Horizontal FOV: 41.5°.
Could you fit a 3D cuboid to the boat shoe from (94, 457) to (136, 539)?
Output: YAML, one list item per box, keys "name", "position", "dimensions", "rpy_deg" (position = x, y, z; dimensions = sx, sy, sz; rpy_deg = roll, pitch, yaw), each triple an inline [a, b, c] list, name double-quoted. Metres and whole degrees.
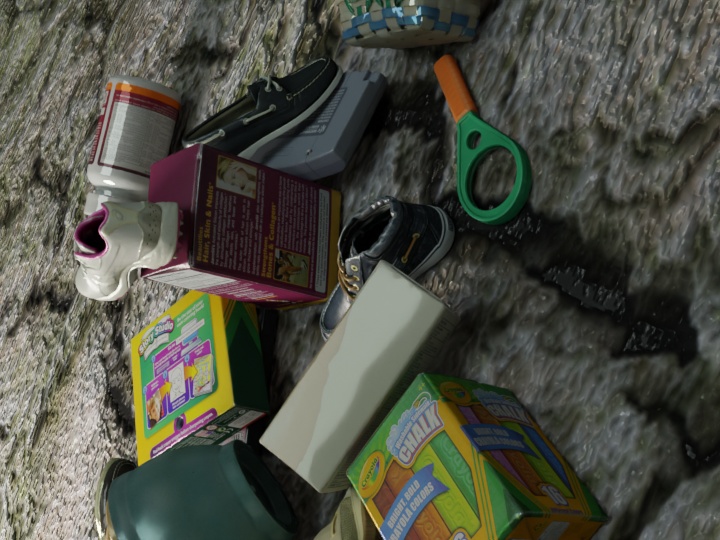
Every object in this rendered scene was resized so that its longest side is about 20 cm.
- name: "boat shoe"
  position: [-0.298, 0.343, 1.219]
  dimensions: [0.065, 0.071, 0.204]
  rpy_deg: [-12, 70, 34]

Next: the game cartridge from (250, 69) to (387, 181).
- name: "game cartridge"
  position: [-0.065, -0.163, 1.096]
  dimensions: [0.198, 0.040, 0.134]
  rpy_deg: [5, 59, 49]

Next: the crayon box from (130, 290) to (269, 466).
- name: "crayon box"
  position: [-0.197, 0.122, 1.136]
  dimensions: [0.199, 0.058, 0.175]
  rpy_deg: [-34, 53, 36]

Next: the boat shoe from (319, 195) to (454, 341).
- name: "boat shoe"
  position: [0.000, 0.000, 0.964]
  dimensions: [0.201, 0.090, 0.071]
  rpy_deg: [-48, 48, 28]

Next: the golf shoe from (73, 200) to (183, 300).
- name: "golf shoe"
  position: [-0.256, -0.025, 0.959]
  dimensions: [0.199, 0.091, 0.077]
  rpy_deg: [-30, 58, 46]

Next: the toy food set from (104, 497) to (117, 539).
- name: "toy food set"
  position: [-0.212, 0.341, 1.039]
  dimensions: [0.048, 0.198, 0.201]
  rpy_deg: [-32, 60, 2]

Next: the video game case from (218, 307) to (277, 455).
- name: "video game case"
  position: [-0.176, 0.148, 1.167]
  dimensions: [0.179, 0.025, 0.204]
  rpy_deg: [-4, 76, 48]

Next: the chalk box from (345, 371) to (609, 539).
- name: "chalk box"
  position: [0.082, 0.172, 0.798]
  dimensions: [0.126, 0.123, 0.201]
  rpy_deg: [-56, 45, 19]

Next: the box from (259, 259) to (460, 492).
- name: "box"
  position: [0.003, 0.100, 0.882]
  dimensions: [0.077, 0.095, 0.201]
  rpy_deg: [34, 89, 18]

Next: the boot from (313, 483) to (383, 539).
- name: "boot"
  position: [-0.018, 0.303, 0.879]
  dimensions: [0.156, 0.072, 0.201]
  rpy_deg: [-52, 23, 26]

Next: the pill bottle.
- name: "pill bottle"
  position: [-0.331, -0.169, 1.370]
  dimensions: [0.109, 0.109, 0.203]
  rpy_deg: [10, 86, 48]

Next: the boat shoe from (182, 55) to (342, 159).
- name: "boat shoe"
  position: [-0.110, -0.182, 1.066]
  dimensions: [0.199, 0.061, 0.076]
  rpy_deg: [-40, 29, -2]

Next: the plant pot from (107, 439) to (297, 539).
- name: "plant pot"
  position: [-0.150, 0.265, 1.001]
  dimensions: [0.133, 0.201, 0.201]
  rpy_deg: [-34, 50, 2]

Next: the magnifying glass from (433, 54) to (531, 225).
- name: "magnifying glass"
  position: [0.113, -0.133, 0.934]
  dimensions: [0.079, 0.022, 0.202]
  rpy_deg: [-41, 53, 33]

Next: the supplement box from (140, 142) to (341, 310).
- name: "supplement box"
  position: [-0.126, -0.040, 1.035]
  dimensions: [0.102, 0.198, 0.133]
  rpy_deg: [-11, 70, 45]

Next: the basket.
- name: "basket"
  position: [0.052, -0.334, 0.967]
  dimensions: [0.175, 0.138, 0.204]
  rpy_deg: [3, 91, 49]
